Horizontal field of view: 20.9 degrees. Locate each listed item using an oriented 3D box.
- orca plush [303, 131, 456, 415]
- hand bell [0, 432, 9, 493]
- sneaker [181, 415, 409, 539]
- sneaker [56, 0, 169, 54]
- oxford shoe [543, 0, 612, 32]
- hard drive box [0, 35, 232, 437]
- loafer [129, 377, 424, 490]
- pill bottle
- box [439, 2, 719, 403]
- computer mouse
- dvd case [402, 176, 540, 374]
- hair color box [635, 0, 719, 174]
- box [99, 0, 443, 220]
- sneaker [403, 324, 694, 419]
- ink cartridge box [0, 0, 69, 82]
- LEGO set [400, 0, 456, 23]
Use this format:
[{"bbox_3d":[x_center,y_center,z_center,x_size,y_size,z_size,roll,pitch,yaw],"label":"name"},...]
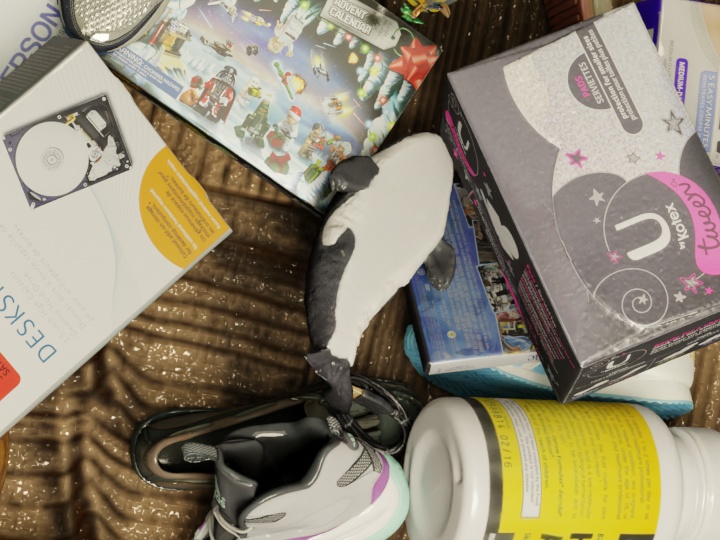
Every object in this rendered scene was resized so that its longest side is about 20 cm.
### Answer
[{"bbox_3d":[0.000,0.000,1.248,0.105,0.071,0.201,25,62,-28],"label":"orca plush"},{"bbox_3d":[-0.242,0.173,1.240,0.104,0.104,0.201,1,79,-12],"label":"hand bell"},{"bbox_3d":[-0.081,0.151,1.220,0.200,0.078,0.140,-35,137,8],"label":"sneaker"},{"bbox_3d":[-0.125,-0.227,1.197,0.077,0.085,0.200,29,85,-10],"label":"sneaker"},{"bbox_3d":[0.162,-0.221,1.305,0.074,0.071,0.201,-6,94,-16],"label":"oxford shoe"},{"bbox_3d":[-0.206,-0.021,1.201,0.200,0.077,0.156,-43,113,-13],"label":"hard drive box"},{"bbox_3d":[-0.049,0.114,1.275,0.199,0.063,0.072,-8,93,-11],"label":"loafer"},{"bbox_3d":[0.136,0.138,1.246,0.199,0.111,0.112,3,92,-20],"label":"pill bottle"},{"bbox_3d":[0.147,-0.041,1.201,0.132,0.115,0.200,-22,77,-6],"label":"box"},{"bbox_3d":[0.065,0.111,1.287,0.200,0.034,0.059,20,85,-29],"label":"computer mouse"},{"bbox_3d":[0.124,-0.006,1.291,0.199,0.018,0.143,-6,58,-11],"label":"dvd case"},{"bbox_3d":[0.277,-0.117,1.326,0.199,0.065,0.110,5,89,-18],"label":"hair color box"},{"bbox_3d":[-0.065,-0.144,1.275,0.200,0.040,0.137,34,84,-11],"label":"box"},{"bbox_3d":[0.126,0.049,1.311,0.199,0.077,0.081,9,71,-11],"label":"sneaker"},{"bbox_3d":[-0.242,-0.233,1.235,0.200,0.043,0.197,32,86,-12],"label":"ink cartridge box"},{"bbox_3d":[0.026,-0.251,1.255,0.154,0.116,0.200,34,60,-23],"label":"LEGO set"}]
